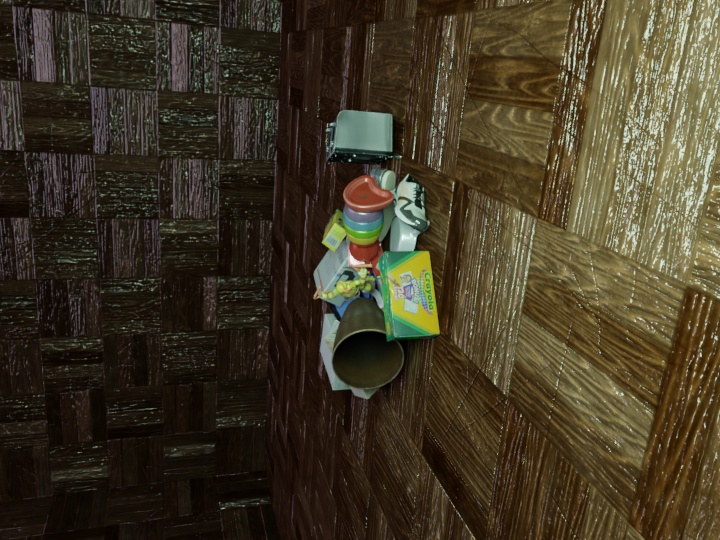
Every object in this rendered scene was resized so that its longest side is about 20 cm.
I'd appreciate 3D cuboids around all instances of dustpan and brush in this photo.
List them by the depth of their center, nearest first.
[{"bbox_3d":[0.123,-0.089,1.560,0.200,0.055,0.144,123,150,-71],"label":"dustpan and brush"}]

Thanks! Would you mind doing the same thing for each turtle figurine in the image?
[{"bbox_3d":[-0.018,0.042,1.658,0.197,0.160,0.066,-32,76,24],"label":"turtle figurine"}]

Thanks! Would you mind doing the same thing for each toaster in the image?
[{"bbox_3d":[0.003,-0.361,1.720,0.181,0.193,0.123,-169,81,-80],"label":"toaster"}]

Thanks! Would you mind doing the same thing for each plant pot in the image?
[{"bbox_3d":[0.012,0.167,1.616,0.202,0.180,0.192,-96,14,-57],"label":"plant pot"}]

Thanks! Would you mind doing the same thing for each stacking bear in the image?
[{"bbox_3d":[0.010,-0.110,1.550,0.121,0.112,0.204,42,146,36],"label":"stacking bear"}]

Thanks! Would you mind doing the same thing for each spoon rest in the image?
[{"bbox_3d":[0.050,0.152,1.781,0.098,0.059,0.207,-8,90,49],"label":"spoon rest"}]

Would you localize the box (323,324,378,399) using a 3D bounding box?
[{"bbox_3d":[-0.012,0.253,1.765,0.077,0.094,0.204,-2,118,56],"label":"box"}]

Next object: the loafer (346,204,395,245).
[{"bbox_3d":[0.040,-0.140,1.690,0.199,0.072,0.063,-42,20,22],"label":"loafer"}]

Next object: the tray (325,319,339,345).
[{"bbox_3d":[-0.014,0.242,1.864,0.198,0.022,0.109,38,128,16],"label":"tray"}]

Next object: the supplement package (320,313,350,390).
[{"bbox_3d":[-0.055,0.262,2.038,0.201,0.107,0.160,-118,31,-54],"label":"supplement package"}]

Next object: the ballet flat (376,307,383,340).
[{"bbox_3d":[0.075,0.199,1.693,0.063,0.067,0.207,-27,65,55],"label":"ballet flat"}]

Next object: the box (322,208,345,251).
[{"bbox_3d":[-0.073,-0.123,1.857,0.076,0.049,0.201,-54,11,15],"label":"box"}]

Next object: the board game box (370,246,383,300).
[{"bbox_3d":[0.075,0.056,1.627,0.202,0.039,0.156,-110,2,-48],"label":"board game box"}]

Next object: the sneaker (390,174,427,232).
[{"bbox_3d":[0.122,-0.166,1.489,0.081,0.073,0.202,-50,32,20],"label":"sneaker"}]

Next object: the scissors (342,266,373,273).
[{"bbox_3d":[0.000,0.000,1.724,0.072,0.196,0.014,5,90,45],"label":"scissors"}]

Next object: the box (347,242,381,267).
[{"bbox_3d":[0.013,-0.110,1.770,0.095,0.099,0.208,-4,-85,-84],"label":"box"}]

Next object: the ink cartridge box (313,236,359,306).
[{"bbox_3d":[-0.055,-0.015,1.933,0.202,0.081,0.147,-54,30,23],"label":"ink cartridge box"}]

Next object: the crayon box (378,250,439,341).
[{"bbox_3d":[0.114,0.060,1.470,0.058,0.115,0.207,137,130,-66],"label":"crayon box"}]

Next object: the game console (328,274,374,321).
[{"bbox_3d":[-0.031,0.057,1.942,0.121,0.169,0.201,61,177,-29],"label":"game console"}]

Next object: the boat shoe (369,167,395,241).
[{"bbox_3d":[0.047,-0.170,1.610,0.061,0.072,0.205,24,127,25],"label":"boat shoe"}]
